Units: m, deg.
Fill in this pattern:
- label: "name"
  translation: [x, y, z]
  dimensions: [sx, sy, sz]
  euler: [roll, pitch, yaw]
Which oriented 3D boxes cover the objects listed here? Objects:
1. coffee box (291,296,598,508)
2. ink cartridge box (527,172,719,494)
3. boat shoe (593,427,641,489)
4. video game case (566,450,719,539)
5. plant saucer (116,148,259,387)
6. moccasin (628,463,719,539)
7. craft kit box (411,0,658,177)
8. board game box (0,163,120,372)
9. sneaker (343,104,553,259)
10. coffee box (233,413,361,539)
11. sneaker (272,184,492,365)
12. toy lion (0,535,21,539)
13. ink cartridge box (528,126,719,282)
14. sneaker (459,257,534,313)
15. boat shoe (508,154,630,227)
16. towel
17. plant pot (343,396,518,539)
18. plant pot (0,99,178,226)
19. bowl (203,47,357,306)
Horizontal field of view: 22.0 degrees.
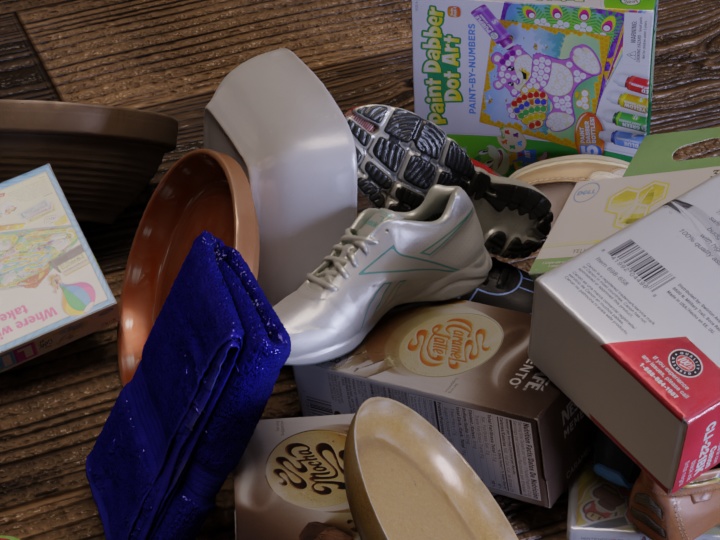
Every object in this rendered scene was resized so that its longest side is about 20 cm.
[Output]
- label: "coffee box"
  translation: [0.068, 0.083, 1.301]
  dimensions: [0.200, 0.080, 0.114]
  euler: [11, 38, 31]
- label: "ink cartridge box"
  translation: [0.231, 0.030, 1.204]
  dimensions: [0.200, 0.084, 0.144]
  euler: [-29, 55, -23]
- label: "boat shoe"
  translation: [0.231, 0.077, 1.290]
  dimensions: [0.084, 0.069, 0.200]
  euler: [16, 38, 24]
- label: "video game case"
  translation: [0.239, 0.125, 1.299]
  dimensions: [0.182, 0.023, 0.200]
  euler: [2, 36, 7]
- label: "plant saucer"
  translation: [-0.124, 0.012, 1.349]
  dimensions: [0.032, 0.201, 0.200]
  euler: [14, 27, -28]
- label: "moccasin"
  translation: [0.257, 0.106, 1.237]
  dimensions: [0.201, 0.078, 0.074]
  euler: [-24, 42, -28]
- label: "craft kit box"
  translation: [0.143, -0.145, 1.536]
  dimensions: [0.197, 0.200, 0.049]
  euler: [6, 37, 13]
- label: "board game box"
  translation: [-0.301, 0.016, 1.401]
  dimensions: [0.200, 0.034, 0.135]
  euler: [-23, 67, -13]
- label: "sneaker"
  translation: [0.053, -0.066, 1.410]
  dimensions: [0.200, 0.077, 0.085]
  euler: [30, 2, -31]
- label: "coffee box"
  translation: [-0.024, 0.185, 1.181]
  dimensions: [0.113, 0.080, 0.200]
  euler: [-3, 35, -2]
- label: "sneaker"
  translation: [0.000, 0.000, 1.305]
  dimensions: [0.200, 0.080, 0.070]
  euler: [-28, 35, -23]
- label: "toy lion"
  translation: [-0.283, 0.237, 1.150]
  dimensions: [0.191, 0.069, 0.200]
  euler: [8, 36, 1]
- label: "ink cartridge box"
  translation: [0.231, -0.057, 1.400]
  dimensions: [0.145, 0.048, 0.200]
  euler: [-4, 44, 41]
- label: "sneaker"
  translation: [0.068, 0.006, 1.430]
  dimensions: [0.200, 0.078, 0.070]
  euler: [5, 34, 11]
- label: "boat shoe"
  translation: [0.212, -0.046, 1.499]
  dimensions: [0.200, 0.074, 0.069]
  euler: [3, 30, 7]
- label: "towel"
  translation: [-0.123, 0.090, 1.229]
  dimensions: [0.049, 0.200, 0.148]
  euler: [14, 24, -33]
- label: "plant pot"
  translation: [0.049, 0.169, 1.136]
  dimensions: [0.027, 0.200, 0.200]
  euler: [-35, 30, 19]
- label: "plant pot"
  translation: [-0.253, -0.085, 1.537]
  dimensions: [0.200, 0.093, 0.201]
  euler: [2, -1, 0]
- label: "bowl"
  translation: [-0.067, -0.050, 1.408]
  dimensions: [0.074, 0.200, 0.200]
  euler: [-9, 32, -19]
